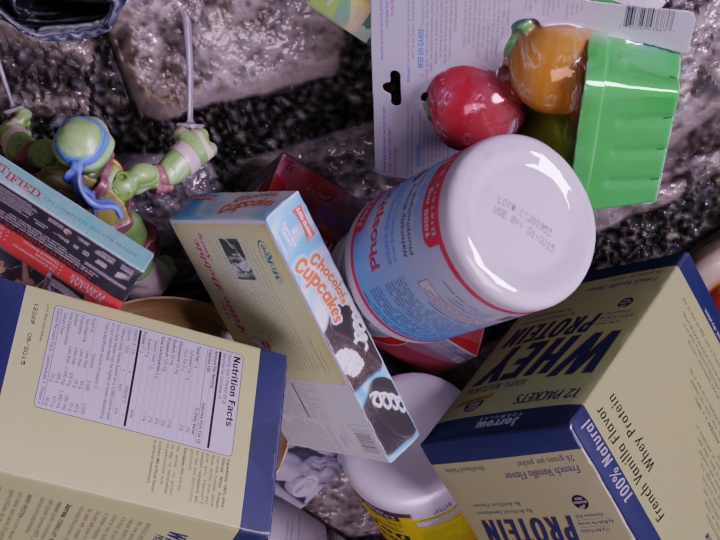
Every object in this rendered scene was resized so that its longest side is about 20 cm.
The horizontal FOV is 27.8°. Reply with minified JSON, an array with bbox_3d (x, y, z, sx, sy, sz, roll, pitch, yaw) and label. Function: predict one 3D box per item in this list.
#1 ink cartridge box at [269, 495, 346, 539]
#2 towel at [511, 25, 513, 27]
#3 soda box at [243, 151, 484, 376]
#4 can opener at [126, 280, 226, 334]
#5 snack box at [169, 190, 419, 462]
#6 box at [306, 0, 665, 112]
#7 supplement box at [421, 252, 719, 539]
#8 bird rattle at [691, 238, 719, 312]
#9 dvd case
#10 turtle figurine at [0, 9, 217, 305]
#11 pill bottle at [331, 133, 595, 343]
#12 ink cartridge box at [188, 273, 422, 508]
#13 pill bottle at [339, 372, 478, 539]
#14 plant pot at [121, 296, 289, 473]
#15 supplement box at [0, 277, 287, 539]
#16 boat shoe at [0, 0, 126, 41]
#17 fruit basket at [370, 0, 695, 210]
[{"bbox_3d":[-0.068,0.299,1.289,0.200,0.086,0.146,37,119,-23],"label":"ink cartridge box"},{"bbox_3d":[0.058,-0.223,0.914,0.199,0.024,0.147,27,122,-17],"label":"towel"},{"bbox_3d":[0.000,0.000,1.077,0.199,0.070,0.063,31,148,-18],"label":"soda box"},{"bbox_3d":[-0.192,0.050,1.124,0.198,0.079,0.064,-10,117,7],"label":"can opener"},{"bbox_3d":[-0.046,0.039,1.006,0.116,0.037,0.201,3,126,49],"label":"snack box"},{"bbox_3d":[0.083,-0.186,0.973,0.199,0.036,0.145,31,120,-17],"label":"box"},{"bbox_3d":[0.184,0.133,1.045,0.134,0.200,0.201,-14,115,45],"label":"supplement box"},{"bbox_3d":[0.311,0.040,1.113,0.162,0.113,0.200,35,133,-8],"label":"bird rattle"},{"bbox_3d":[-0.233,0.006,0.968,0.145,0.022,0.200,32,138,-7],"label":"dvd case"},{"bbox_3d":[-0.178,-0.079,1.035,0.143,0.201,0.195,-14,148,-15],"label":"turtle figurine"},{"bbox_3d":[0.056,-0.012,0.952,0.108,0.109,0.200,30,156,-18],"label":"pill bottle"},{"bbox_3d":[-0.068,0.080,1.162,0.199,0.044,0.198,32,121,-19],"label":"ink cartridge box"},{"bbox_3d":[0.054,0.166,1.148,0.108,0.110,0.200,-10,151,9],"label":"pill bottle"},{"bbox_3d":[-0.150,0.111,1.096,0.198,0.028,0.202,-3,108,-10],"label":"plant pot"},{"bbox_3d":[-0.175,0.135,0.968,0.198,0.135,0.200,16,142,-15],"label":"supplement box"},{"bbox_3d":[-0.245,-0.199,0.937,0.198,0.091,0.071,6,119,-4],"label":"boat shoe"},{"bbox_3d":[0.106,-0.117,0.945,0.198,0.094,0.186,11,144,11],"label":"fruit basket"}]
